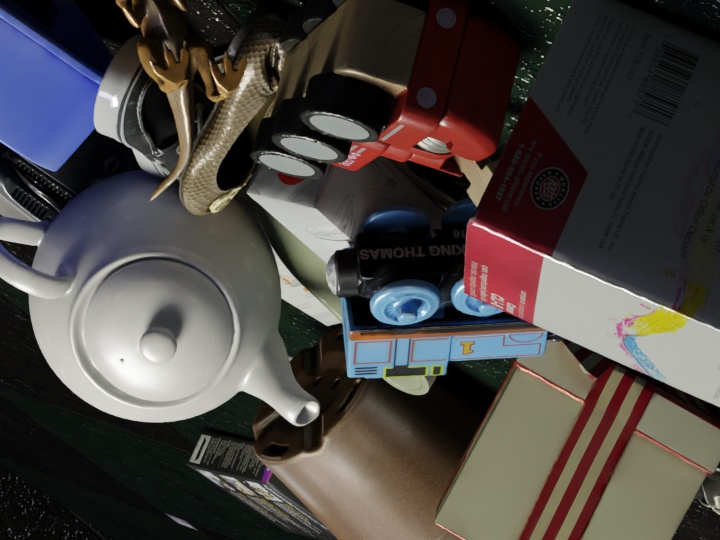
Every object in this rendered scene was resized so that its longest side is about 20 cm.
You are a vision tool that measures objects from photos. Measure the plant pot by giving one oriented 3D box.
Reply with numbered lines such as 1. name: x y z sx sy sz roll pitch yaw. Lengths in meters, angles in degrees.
1. plant pot: 0.023 0.164 2.091 0.198 0.201 0.200 42 159 -27

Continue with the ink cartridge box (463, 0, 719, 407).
1. ink cartridge box: 0.174 -0.027 1.253 0.199 0.146 0.145 24 165 8

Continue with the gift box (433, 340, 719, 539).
1. gift box: 0.172 0.138 1.724 0.184 0.187 0.200 28 180 -1

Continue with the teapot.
1. teapot: -0.150 0.028 1.690 0.146 0.199 0.198 -100 -6 -71

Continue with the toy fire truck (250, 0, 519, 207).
1. toy fire truck: 0.051 -0.076 1.377 0.199 0.129 0.176 17 167 -14

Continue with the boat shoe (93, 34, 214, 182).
1. boat shoe: -0.125 -0.097 1.598 0.068 0.072 0.200 25 168 14

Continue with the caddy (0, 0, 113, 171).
1. caddy: -0.243 -0.160 1.592 0.200 0.105 0.141 34 -175 -29

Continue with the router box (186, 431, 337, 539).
1. router box: -0.092 0.267 2.866 0.149 0.051 0.200 8 157 45

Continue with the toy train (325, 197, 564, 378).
1. toy train: 0.076 0.011 1.544 0.199 0.087 0.114 -3 146 -5

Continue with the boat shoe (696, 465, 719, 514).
1. boat shoe: 0.280 0.156 1.850 0.199 0.064 0.071 24 165 8

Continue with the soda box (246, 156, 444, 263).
1. soda box: 0.011 -0.027 1.619 0.068 0.064 0.200 14 161 40

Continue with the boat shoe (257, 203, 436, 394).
1. boat shoe: 0.000 0.000 1.726 0.072 0.061 0.201 0 134 51

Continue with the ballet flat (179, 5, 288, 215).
1. ballet flat: -0.073 -0.093 1.522 0.046 0.067 0.200 32 142 6

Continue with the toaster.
1. toaster: -0.227 -0.079 1.810 0.200 0.114 0.129 33 166 -11

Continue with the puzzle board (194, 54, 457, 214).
1. puzzle board: -0.040 -0.090 1.651 0.200 0.017 0.151 33 165 -21

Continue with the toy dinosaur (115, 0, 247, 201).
1. toy dinosaur: -0.114 -0.126 1.468 0.106 0.060 0.201 38 146 59

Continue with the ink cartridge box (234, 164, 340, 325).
1. ink cartridge box: -0.055 -0.024 1.844 0.173 0.044 0.200 30 164 -16
